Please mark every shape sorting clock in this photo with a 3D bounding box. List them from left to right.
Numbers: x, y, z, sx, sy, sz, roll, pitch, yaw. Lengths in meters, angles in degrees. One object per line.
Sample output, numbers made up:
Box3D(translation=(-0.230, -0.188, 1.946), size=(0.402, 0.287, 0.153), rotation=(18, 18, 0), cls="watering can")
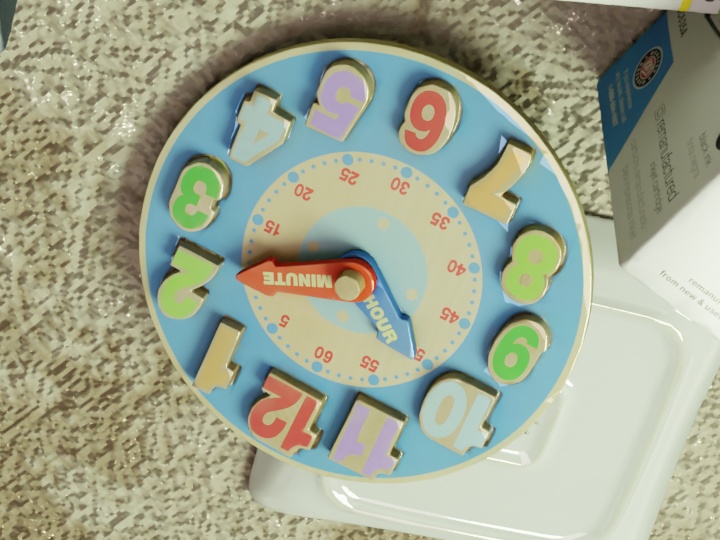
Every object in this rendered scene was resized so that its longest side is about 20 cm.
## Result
Box3D(translation=(0.000, 0.000, 0.975), size=(0.199, 0.039, 0.201), rotation=(6, 115, 13), cls="shape sorting clock")

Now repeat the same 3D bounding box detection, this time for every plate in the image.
Box3D(translation=(0.064, 0.059, 1.052), size=(0.198, 0.032, 0.201), rotation=(12, 124, -8), cls="plate")

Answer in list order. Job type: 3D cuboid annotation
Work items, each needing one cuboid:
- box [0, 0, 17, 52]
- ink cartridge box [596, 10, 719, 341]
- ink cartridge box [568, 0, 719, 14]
Box3D(translation=(-0.228, -0.189, 0.825), size=(0.199, 0.118, 0.198), rotation=(-1, 125, -1), cls="box")
Box3D(translation=(0.190, -0.083, 0.881), size=(0.086, 0.147, 0.200), rotation=(32, 119, -19), cls="ink cartridge box")
Box3D(translation=(0.062, -0.177, 0.827), size=(0.199, 0.076, 0.148), rotation=(3, 137, -13), cls="ink cartridge box")
